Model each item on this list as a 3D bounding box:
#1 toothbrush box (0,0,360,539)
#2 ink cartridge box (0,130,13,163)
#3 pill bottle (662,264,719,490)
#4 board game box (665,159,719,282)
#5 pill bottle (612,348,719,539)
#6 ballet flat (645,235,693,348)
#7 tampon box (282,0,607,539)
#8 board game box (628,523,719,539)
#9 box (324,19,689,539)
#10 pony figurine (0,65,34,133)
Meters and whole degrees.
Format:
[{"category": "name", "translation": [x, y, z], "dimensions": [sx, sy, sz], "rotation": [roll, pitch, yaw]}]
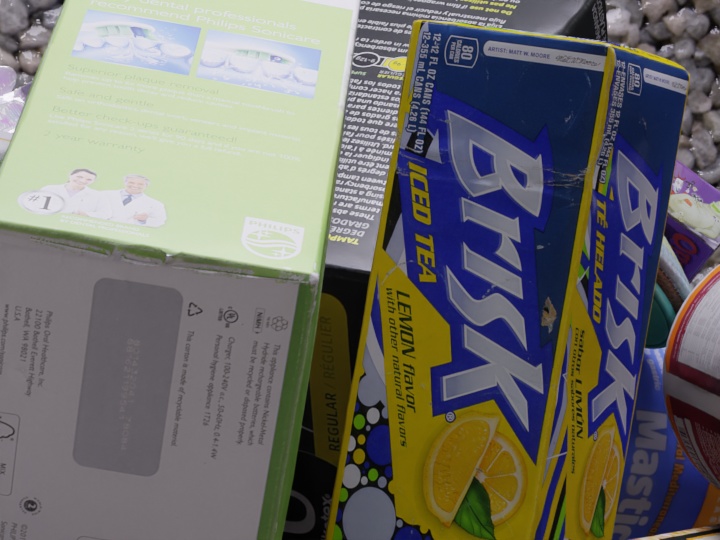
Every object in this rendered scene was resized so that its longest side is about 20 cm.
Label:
[{"category": "toothbrush box", "translation": [-0.054, 0.010, 0.762], "dimensions": [0.086, 0.146, 0.200], "rotation": [9, 28, -3]}, {"category": "ink cartridge box", "translation": [-0.176, 0.022, 0.808], "dimensions": [0.146, 0.147, 0.200], "rotation": [10, 3, 0]}, {"category": "pill bottle", "translation": [0.176, 0.044, 0.988], "dimensions": [0.109, 0.110, 0.200], "rotation": [9, 2, -4]}, {"category": "board game box", "translation": [0.084, -0.013, 1.226], "dimensions": [0.120, 0.032, 0.200], "rotation": [42, -26, 6]}, {"category": "pill bottle", "translation": [0.108, 0.072, 1.164], "dimensions": [0.200, 0.112, 0.112], "rotation": [8, 3, -31]}, {"category": "ballet flat", "translation": [0.058, -0.047, 1.107], "dimensions": [0.200, 0.074, 0.074], "rotation": [34, 2, -2]}, {"category": "tampon box", "translation": [0.000, 0.000, 0.990], "dimensions": [0.126, 0.150, 0.200], "rotation": [10, 38, 20]}, {"category": "board game box", "translation": [0.177, 0.125, 0.966], "dimensions": [0.151, 0.046, 0.200], "rotation": [10, 2, 24]}, {"category": "box", "translation": [0.042, 0.029, 0.837], "dimensions": [0.070, 0.200, 0.064], "rotation": [10, 2, 28]}, {"category": "pony figurine", "translation": [-0.159, 0.015, 1.038], "dimensions": [0.193, 0.167, 0.200], "rotation": [-26, 5, -31]}]
